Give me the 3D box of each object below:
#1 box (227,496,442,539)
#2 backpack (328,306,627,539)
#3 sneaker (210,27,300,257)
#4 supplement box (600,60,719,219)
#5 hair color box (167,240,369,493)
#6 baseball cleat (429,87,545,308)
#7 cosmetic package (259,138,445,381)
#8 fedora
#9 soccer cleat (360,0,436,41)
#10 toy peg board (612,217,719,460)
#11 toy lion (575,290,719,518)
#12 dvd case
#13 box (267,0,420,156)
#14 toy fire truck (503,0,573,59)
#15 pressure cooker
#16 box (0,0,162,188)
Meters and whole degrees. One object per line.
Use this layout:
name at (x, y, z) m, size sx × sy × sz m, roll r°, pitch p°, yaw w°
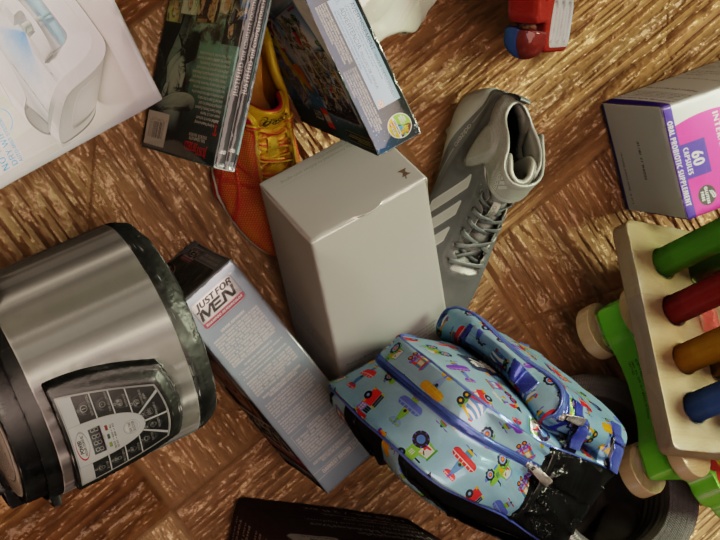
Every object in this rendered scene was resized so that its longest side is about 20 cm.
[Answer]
box at (-0.008, 0.289, 1.609) m, size 0.166 × 0.200 × 0.164 m, roll 10°, pitch 94°, yaw -25°
backpack at (0.082, 0.113, 1.555) m, size 0.200 × 0.183 × 0.135 m, roll 31°, pitch 98°, yaw -44°
sneaker at (-0.082, -0.100, 1.584) m, size 0.073 × 0.077 × 0.200 m, roll -23°, pitch 108°, yaw -20°
supplement box at (0.325, -0.125, 1.739) m, size 0.200 × 0.103 × 0.101 m, roll -21°, pitch 105°, yaw -20°
hair color box at (-0.079, 0.075, 1.600) m, size 0.061 × 0.099 × 0.200 m, roll -41°, pitch 111°, yaw -11°
baseball cleat at (0.093, -0.049, 1.649) m, size 0.070 × 0.106 × 0.200 m, roll 6°, pitch 98°, yaw -29°
cosmetic package at (0.000, 0.000, 1.582) m, size 0.108 × 0.085 × 0.200 m, roll -28°, pitch 138°, yaw -17°
fedora at (0.185, 0.183, 1.717) m, size 0.200 × 0.090 × 0.177 m, roll -16°, pitch 79°, yaw -46°
soccer cleat at (0.038, -0.230, 1.596) m, size 0.200 × 0.069 × 0.078 m, roll -40°, pitch 133°, yaw -45°
toy peg board at (0.328, 0.049, 1.678) m, size 0.200 × 0.098 × 0.199 m, roll 8°, pitch 63°, yaw -38°
toy lion at (0.286, 0.116, 1.741) m, size 0.192 × 0.069 × 0.200 m, roll 4°, pitch 65°, yaw -49°
dvd case at (-0.111, -0.181, 1.521) m, size 0.022 × 0.146 × 0.200 m, roll 11°, pitch 93°, yaw -29°
box at (-0.030, -0.167, 1.527) m, size 0.038 × 0.200 × 0.137 m, roll -30°, pitch 109°, yaw -10°
toy fire truck at (0.149, -0.251, 1.600) m, size 0.112 × 0.200 × 0.168 m, roll 8°, pitch 99°, yaw 12°
pressure cooker at (-0.226, 0.077, 1.500) m, size 0.200 × 0.179 × 0.176 m, roll -24°, pitch 82°, yaw -18°
box at (-0.275, -0.174, 1.482) m, size 0.176 × 0.097 × 0.200 m, roll -31°, pitch 110°, yaw -18°
